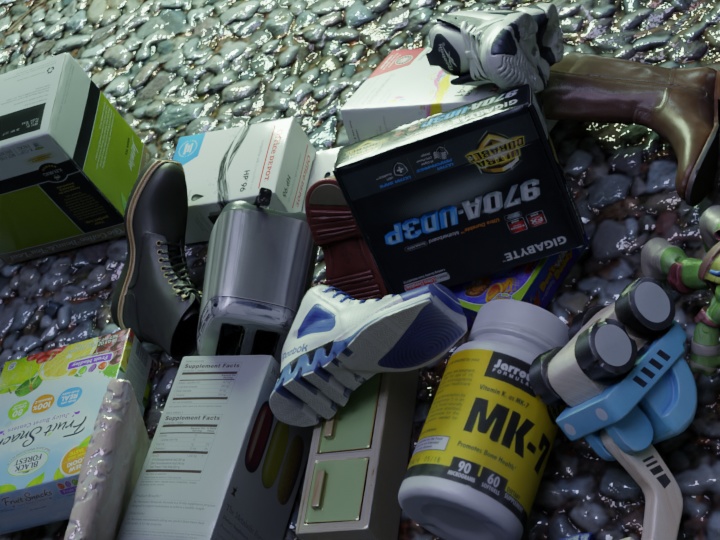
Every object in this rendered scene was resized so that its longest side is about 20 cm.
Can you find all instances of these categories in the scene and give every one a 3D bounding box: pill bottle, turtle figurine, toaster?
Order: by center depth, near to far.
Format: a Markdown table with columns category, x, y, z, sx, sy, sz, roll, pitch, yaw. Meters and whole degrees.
| category | x | y | z | sx | sy | sz | roll | pitch | yaw |
| --- | --- | --- | --- | --- | --- | --- | --- | --- | --- |
| turtle figurine | 0.339 | 0.032 | 1.212 | 0.145 | 0.199 | 0.194 | -58 | 23 | 11 |
| pill bottle | 0.117 | 0.135 | 1.229 | 0.113 | 0.115 | 0.201 | 4 | 58 | 32 |
| toaster | -0.105 | 0.021 | 1.406 | 0.112 | 0.200 | 0.130 | 11 | 61 | -7 |

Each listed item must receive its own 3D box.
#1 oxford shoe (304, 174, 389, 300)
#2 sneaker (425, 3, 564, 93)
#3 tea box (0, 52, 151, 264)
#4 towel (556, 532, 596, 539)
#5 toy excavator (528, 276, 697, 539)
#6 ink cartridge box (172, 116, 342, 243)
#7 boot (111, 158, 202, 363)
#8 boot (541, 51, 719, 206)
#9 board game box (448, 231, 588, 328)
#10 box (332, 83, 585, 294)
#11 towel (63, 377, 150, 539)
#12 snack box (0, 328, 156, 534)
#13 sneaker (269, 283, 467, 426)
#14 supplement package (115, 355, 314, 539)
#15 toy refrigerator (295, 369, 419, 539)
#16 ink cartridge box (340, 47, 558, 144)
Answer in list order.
| category | x | y | z | sx | sy | sz | roll | pitch | yaw |
| --- | --- | --- | --- | --- | --- | --- | --- | --- | --- |
| oxford shoe | 0.000 | 0.000 | 1.387 | 0.070 | 0.202 | 0.075 | -6 | 12 | 19 |
| sneaker | 0.116 | -0.211 | 1.352 | 0.128 | 0.080 | 0.199 | -8 | 22 | 23 |
| tea box | -0.392 | -0.130 | 1.679 | 0.198 | 0.197 | 0.135 | -12 | 50 | 21 |
| towel | 0.113 | 0.305 | 1.123 | 0.199 | 0.050 | 0.149 | -20 | 49 | 27 |
| toy excavator | 0.231 | 0.137 | 1.154 | 0.194 | 0.200 | 0.100 | -40 | 0 | -34 |
| ink cartridge box | -0.123 | -0.106 | 1.594 | 0.198 | 0.068 | 0.117 | -7 | 52 | 25 |
| boot | -0.198 | -0.010 | 1.502 | 0.138 | 0.077 | 0.202 | 26 | 111 | 51 |
| boot | 0.260 | -0.146 | 1.378 | 0.198 | 0.065 | 0.187 | 12 | 47 | 19 |
| board game box | 0.111 | -0.017 | 1.402 | 0.199 | 0.045 | 0.135 | 20 | 67 | 39 |
| box | 0.094 | -0.070 | 1.308 | 0.198 | 0.160 | 0.046 | -17 | 28 | 17 |
| towel | -0.234 | 0.235 | 1.304 | 0.032 | 0.192 | 0.201 | 4 | 53 | 6 |
| snack box | -0.319 | 0.170 | 1.471 | 0.167 | 0.068 | 0.201 | -16 | 41 | 19 |
| sneaker | -0.006 | 0.050 | 1.291 | 0.198 | 0.081 | 0.116 | -30 | 40 | 20 |
| supplement package | -0.132 | 0.194 | 1.326 | 0.109 | 0.114 | 0.201 | -3 | 55 | 30 |
| toy refrigerator | -0.001 | 0.166 | 1.304 | 0.075 | 0.070 | 0.201 | -8 | 52 | 24 |
| ink cartridge box | 0.100 | -0.175 | 1.481 | 0.198 | 0.086 | 0.148 | -1 | 33 | 31 |
